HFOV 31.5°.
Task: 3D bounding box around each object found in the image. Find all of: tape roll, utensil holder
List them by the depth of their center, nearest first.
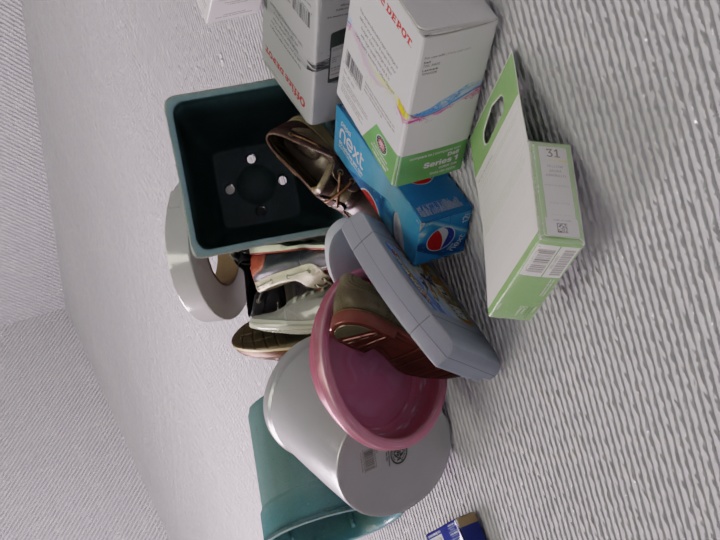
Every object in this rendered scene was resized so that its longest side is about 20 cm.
[{"bbox_3d":[-0.003,0.188,1.569,0.200,0.169,0.171,31,134,56],"label":"utensil holder"},{"bbox_3d":[-0.202,-0.031,1.722,0.203,0.037,0.204,-6,-90,-71],"label":"tape roll"}]

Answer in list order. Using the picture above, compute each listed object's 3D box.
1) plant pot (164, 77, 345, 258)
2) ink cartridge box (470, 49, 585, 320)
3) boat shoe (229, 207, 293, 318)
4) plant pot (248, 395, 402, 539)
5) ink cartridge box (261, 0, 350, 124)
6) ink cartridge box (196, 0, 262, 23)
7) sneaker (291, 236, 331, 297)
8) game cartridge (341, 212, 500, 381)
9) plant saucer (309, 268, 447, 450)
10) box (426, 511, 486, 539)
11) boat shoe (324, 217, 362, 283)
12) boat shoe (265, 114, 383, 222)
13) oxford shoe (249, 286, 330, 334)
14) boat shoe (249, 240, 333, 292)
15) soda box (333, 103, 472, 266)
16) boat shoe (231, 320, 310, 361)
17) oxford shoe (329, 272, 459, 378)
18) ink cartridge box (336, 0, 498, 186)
[{"bbox_3d":[-0.130,-0.121,1.613,0.200,0.195,0.197,147,112,-84],"label":"plant pot"},{"bbox_3d":[0.147,-0.076,1.157,0.146,0.048,0.201,113,159,-58],"label":"ink cartridge box"},{"bbox_3d":[-0.142,-0.023,1.724,0.073,0.062,0.201,123,135,-58],"label":"boat shoe"},{"bbox_3d":[-0.064,0.268,1.764,0.200,0.199,0.197,116,141,-60],"label":"plant pot"},{"bbox_3d":[-0.046,-0.287,1.420,0.146,0.084,0.201,57,154,36],"label":"ink cartridge box"},{"bbox_3d":[-0.172,-0.435,1.626,0.145,0.084,0.200,67,158,15],"label":"ink cartridge box"},{"bbox_3d":[-0.076,0.024,1.745,0.100,0.075,0.201,-143,41,-59],"label":"sneaker"},{"bbox_3d":[0.061,0.025,1.338,0.200,0.041,0.133,56,-167,30],"label":"game cartridge"},{"bbox_3d":[0.014,0.099,1.405,0.051,0.200,0.202,-15,92,43],"label":"plant saucer"},{"bbox_3d":[0.145,0.399,1.534,0.121,0.032,0.201,127,125,-65],"label":"box"},{"bbox_3d":[0.002,-0.002,1.480,0.068,0.074,0.199,50,179,42],"label":"boat shoe"},{"bbox_3d":[-0.029,-0.099,1.460,0.200,0.072,0.072,46,125,12],"label":"boat shoe"},{"bbox_3d":[-0.054,0.050,1.628,0.199,0.075,0.058,-9,82,31],"label":"oxford shoe"},{"bbox_3d":[-0.059,-0.007,1.606,0.199,0.071,0.063,-3,94,36],"label":"boat shoe"},{"bbox_3d":[0.042,-0.101,1.372,0.200,0.064,0.068,58,154,36],"label":"soda box"},{"bbox_3d":[-0.085,0.101,1.728,0.199,0.072,0.068,-5,130,30],"label":"boat shoe"},{"bbox_3d":[0.051,0.061,1.369,0.070,0.200,0.075,-22,53,37],"label":"oxford shoe"},{"bbox_3d":[0.050,-0.207,1.240,0.200,0.084,0.145,101,147,-51],"label":"ink cartridge box"}]
